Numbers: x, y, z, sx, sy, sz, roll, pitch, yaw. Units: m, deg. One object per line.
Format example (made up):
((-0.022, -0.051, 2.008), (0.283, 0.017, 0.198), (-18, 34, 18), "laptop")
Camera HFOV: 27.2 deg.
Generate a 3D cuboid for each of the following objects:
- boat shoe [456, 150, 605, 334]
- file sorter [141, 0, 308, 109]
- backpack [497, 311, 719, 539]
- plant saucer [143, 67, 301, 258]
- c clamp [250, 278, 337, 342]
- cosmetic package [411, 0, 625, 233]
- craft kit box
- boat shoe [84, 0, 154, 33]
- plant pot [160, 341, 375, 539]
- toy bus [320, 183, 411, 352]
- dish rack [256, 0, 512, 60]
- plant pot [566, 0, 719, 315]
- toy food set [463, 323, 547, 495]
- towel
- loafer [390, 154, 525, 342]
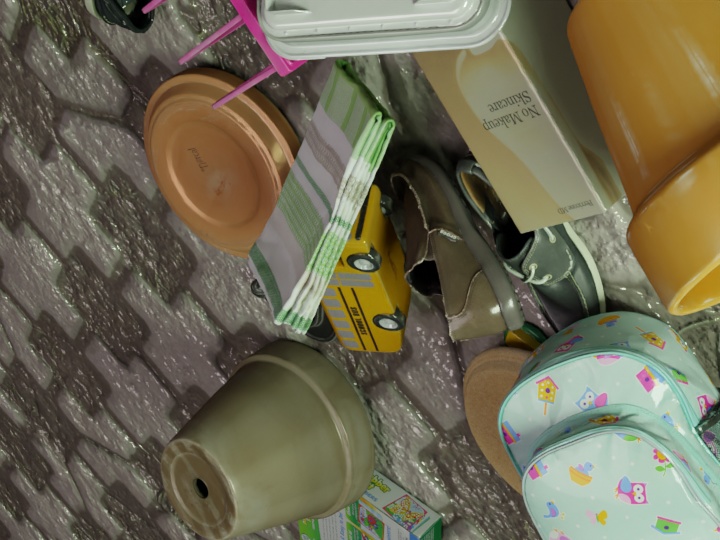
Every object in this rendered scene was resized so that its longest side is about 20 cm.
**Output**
((0.135, -0.018, 1.189), (0.072, 0.068, 0.200), (0, 125, 47), "boat shoe")
((-0.103, -0.247, 1.164), (0.125, 0.139, 0.200), (-23, 105, 48), "file sorter")
((0.204, 0.141, 1.166), (0.176, 0.153, 0.200), (-29, 93, 33), "backpack")
((-0.136, -0.099, 1.451), (0.200, 0.032, 0.201), (21, 129, 28), "plant saucer")
((-0.080, -0.017, 1.517), (0.171, 0.027, 0.200), (26, 140, 27), "c clamp")
((0.117, -0.133, 1.082), (0.200, 0.071, 0.105), (57, 148, -10), "cosmetic package")
((0.007, 0.302, 1.723), (0.197, 0.049, 0.200), (30, 143, 27), "craft kit box")
((-0.215, -0.287, 1.352), (0.066, 0.074, 0.200), (39, 148, 15), "boat shoe")
((-0.113, 0.198, 1.596), (0.200, 0.173, 0.200), (19, 121, 36), "plant pot")
((0.000, 0.000, 1.326), (0.078, 0.065, 0.200), (3, 151, 16), "toy bus")
((0.008, -0.236, 1.019), (0.200, 0.044, 0.172), (2, 88, 30), "dish rack")
((0.221, -0.103, 0.884), (0.183, 0.200, 0.200), (60, 152, 16), "plant pot")
((0.175, 0.145, 1.328), (0.200, 0.049, 0.198), (39, 147, 19), "toy food set")
((-0.040, -0.065, 1.242), (0.200, 0.031, 0.149), (-67, 27, 18), "towel")
((0.063, -0.020, 1.214), (0.200, 0.071, 0.073), (61, 176, 44), "loafer")
